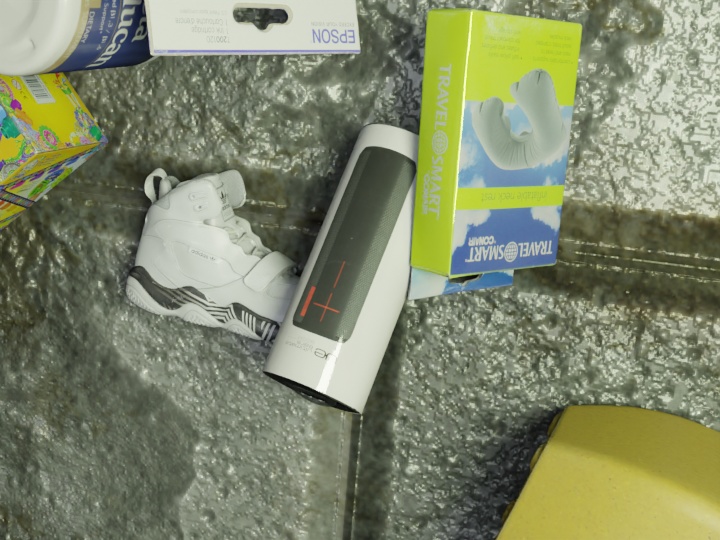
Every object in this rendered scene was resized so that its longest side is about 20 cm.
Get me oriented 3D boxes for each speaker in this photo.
[{"bbox_3d":[0.000,0.000,0.740,0.080,0.081,0.203,21,78,8],"label":"speaker"}]

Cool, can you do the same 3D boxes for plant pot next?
[{"bbox_3d":[0.200,0.207,0.721,0.198,0.195,0.197,28,106,13],"label":"plant pot"}]

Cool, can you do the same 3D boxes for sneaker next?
[{"bbox_3d":[-0.093,-0.014,0.801,0.196,0.075,0.117,11,105,14],"label":"sneaker"}]

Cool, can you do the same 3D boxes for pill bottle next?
[{"bbox_3d":[-0.191,-0.202,0.719,0.109,0.200,0.113,6,106,21],"label":"pill bottle"}]

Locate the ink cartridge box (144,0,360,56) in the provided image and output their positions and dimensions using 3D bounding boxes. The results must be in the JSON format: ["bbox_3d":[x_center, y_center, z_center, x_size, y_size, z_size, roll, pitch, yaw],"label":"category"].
[{"bbox_3d":[-0.083,-0.251,0.698,0.043,0.196,0.204,5,102,44],"label":"ink cartridge box"}]

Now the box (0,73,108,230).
[{"bbox_3d":[-0.353,-0.129,0.817,0.191,0.122,0.202,-33,92,17],"label":"box"}]

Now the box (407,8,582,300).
[{"bbox_3d":[0.096,-0.079,0.723,0.047,0.120,0.204,16,107,48],"label":"box"}]
